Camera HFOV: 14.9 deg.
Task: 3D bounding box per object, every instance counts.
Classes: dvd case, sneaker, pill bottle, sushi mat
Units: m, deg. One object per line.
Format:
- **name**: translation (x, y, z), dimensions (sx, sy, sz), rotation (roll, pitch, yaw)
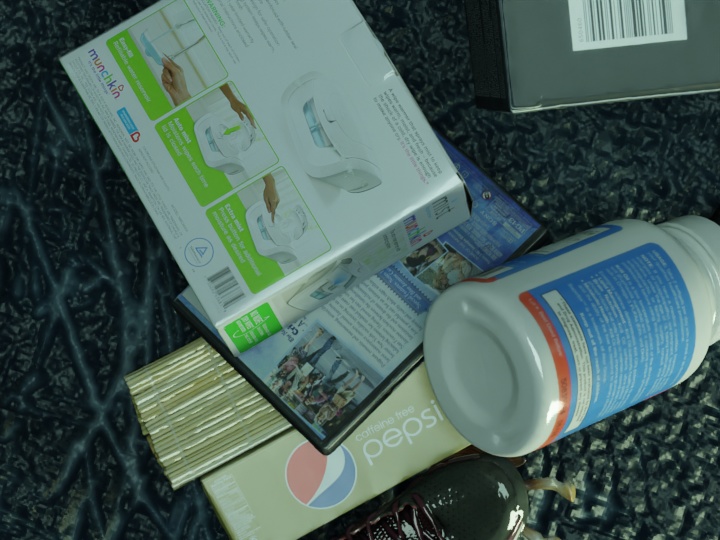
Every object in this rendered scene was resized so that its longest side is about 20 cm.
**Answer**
- **dvd case**: translation (0.000, 0.000, 1.722), dimensions (0.200, 0.018, 0.143), rotation (-44, 71, -8)
- **sneaker**: translation (0.006, 0.183, 1.689), dimensions (0.200, 0.115, 0.076), rotation (-37, 76, 26)
- **pill bottle**: translation (0.145, 0.033, 1.693), dimensions (0.200, 0.112, 0.112), rotation (-21, 96, -35)
- **sushi mat**: translation (-0.049, 0.057, 1.737), dimensions (0.200, 0.012, 0.096), rotation (-28, 55, -2)

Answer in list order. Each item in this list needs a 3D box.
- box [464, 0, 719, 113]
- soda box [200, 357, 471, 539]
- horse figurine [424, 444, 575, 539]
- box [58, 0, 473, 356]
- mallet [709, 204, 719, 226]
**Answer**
- **box**: translation (0.146, -0.156, 1.671), dimensions (0.148, 0.200, 0.107), rotation (-6, 95, -3)
- **soda box**: translation (-0.002, 0.109, 1.743), dimensions (0.200, 0.068, 0.064), rotation (-28, 95, -2)
- **horse figurine**: translation (0.068, 0.195, 1.756), dimensions (0.132, 0.050, 0.200), rotation (4, 102, 13)
- **box**: translation (-0.057, -0.082, 1.686), dimensions (0.176, 0.097, 0.200), rotation (-31, 76, -3)
- **mallet**: translation (0.305, 0.007, 1.730), dimensions (0.200, 0.041, 0.066), rotation (29, 89, 27)
